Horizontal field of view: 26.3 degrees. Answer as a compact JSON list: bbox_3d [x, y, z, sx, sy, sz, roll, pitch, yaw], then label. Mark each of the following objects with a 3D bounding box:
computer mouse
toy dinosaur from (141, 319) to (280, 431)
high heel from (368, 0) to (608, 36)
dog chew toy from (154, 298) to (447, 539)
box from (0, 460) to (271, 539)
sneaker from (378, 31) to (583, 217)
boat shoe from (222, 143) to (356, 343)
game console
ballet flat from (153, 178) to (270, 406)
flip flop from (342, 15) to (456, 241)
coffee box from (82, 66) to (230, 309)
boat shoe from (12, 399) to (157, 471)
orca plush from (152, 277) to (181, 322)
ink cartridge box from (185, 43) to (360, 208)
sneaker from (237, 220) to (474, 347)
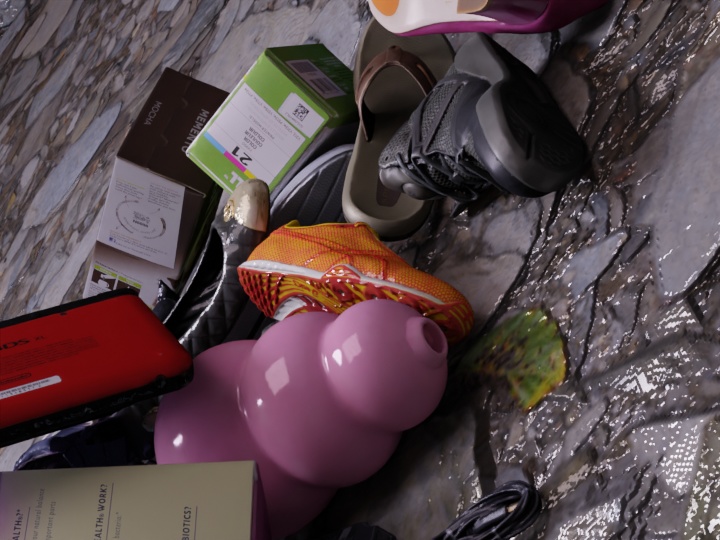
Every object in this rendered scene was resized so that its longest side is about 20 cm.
[{"bbox_3d":[0.024,0.159,0.835,0.200,0.034,0.059,-27,20,42],"label":"computer mouse"},{"bbox_3d":[-0.058,0.057,1.062,0.200,0.048,0.088,-34,18,0],"label":"toy dinosaur"},{"bbox_3d":[0.080,-0.194,1.060,0.200,0.096,0.068,11,100,63],"label":"high heel"},{"bbox_3d":[-0.030,0.083,0.924,0.200,0.124,0.125,-31,34,31],"label":"dog chew toy"},{"bbox_3d":[-0.152,0.205,0.835,0.097,0.199,0.176,86,-178,-48],"label":"box"},{"bbox_3d":[0.072,-0.069,0.959,0.114,0.076,0.200,-52,21,16],"label":"sneaker"},{"bbox_3d":[-0.053,-0.012,1.135,0.200,0.072,0.062,-54,20,11],"label":"boat shoe"},{"bbox_3d":[-0.211,0.096,0.919,0.172,0.199,0.119,39,139,55],"label":"game console"},{"bbox_3d":[-0.117,0.023,1.089,0.201,0.057,0.067,-62,22,16],"label":"ballet flat"},{"bbox_3d":[0.025,-0.111,1.074,0.058,0.081,0.201,84,-166,-53],"label":"flip flop"},{"bbox_3d":[-0.164,-0.056,1.292,0.200,0.080,0.113,115,178,-52],"label":"coffee box"},{"bbox_3d":[-0.220,0.147,1.107,0.093,0.075,0.200,-21,-11,-41],"label":"boat shoe"},{"bbox_3d":[-0.149,0.103,1.224,0.200,0.071,0.106,-70,-20,-47],"label":"orca plush"},{"bbox_3d":[-0.083,-0.073,1.185,0.200,0.076,0.148,-49,-5,17],"label":"ink cartridge box"},{"bbox_3d":[0.000,0.000,0.982,0.200,0.073,0.077,17,56,46],"label":"sneaker"}]
